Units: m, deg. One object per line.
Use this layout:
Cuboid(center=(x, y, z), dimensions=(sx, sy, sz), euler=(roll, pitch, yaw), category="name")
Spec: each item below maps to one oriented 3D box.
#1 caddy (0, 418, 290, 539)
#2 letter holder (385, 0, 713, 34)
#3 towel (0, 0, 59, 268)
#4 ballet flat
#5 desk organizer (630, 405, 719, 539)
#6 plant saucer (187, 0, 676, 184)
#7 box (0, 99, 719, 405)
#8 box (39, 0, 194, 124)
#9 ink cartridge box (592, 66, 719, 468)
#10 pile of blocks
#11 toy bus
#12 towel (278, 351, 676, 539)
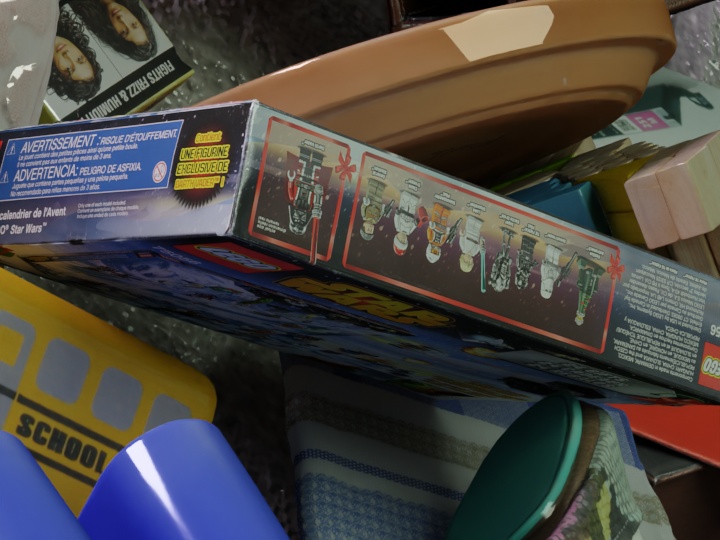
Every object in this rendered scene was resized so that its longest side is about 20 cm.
Cuboid(center=(-0.083, 0.129, 0.648), dimensions=(0.141, 0.200, 0.105), euler=(0, 48, -43), category="caddy")
Cuboid(center=(0.088, -0.170, 0.979), dimensions=(0.200, 0.100, 0.143), euler=(-24, 107, -61), category="letter holder")
Cuboid(center=(-0.184, -0.020, 0.707), dimensions=(0.199, 0.032, 0.192), euler=(16, 79, -40), category="towel")
Cuboid(center=(0.052, 0.100, 0.707), dimensions=(0.071, 0.069, 0.200), euler=(43, 21, -3), category="ballet flat")
Cuboid(center=(0.161, 0.070, 1.023), dimensions=(0.199, 0.077, 0.072), euler=(-13, 40, -34), category="desk organizer")
Cuboid(center=(0.011, -0.046, 0.854), dimensions=(0.200, 0.200, 0.032), euler=(-11, 82, -49), category="plant saucer")
Cuboid(center=(0.000, 0.000, 0.754), dimensions=(0.199, 0.137, 0.040), euler=(19, 77, -39), category="box")
Cuboid(center=(-0.146, -0.124, 0.862), dimensions=(0.200, 0.050, 0.075), euler=(54, 42, -2), category="box")
Cuboid(center=(0.116, -0.011, 0.991), dimensions=(0.199, 0.044, 0.174), euler=(22, 40, 1), category="ink cartridge box")
Cuboid(center=(0.077, -0.004, 0.867), dimensions=(0.082, 0.200, 0.062), euler=(-24, 97, -11), category="pile of blocks")
Cuboid(center=(-0.136, 0.027, 0.685), dimensions=(0.200, 0.065, 0.079), euler=(30, 71, -38), category="toy bus")
Cuboid(center=(0.043, 0.088, 0.820), dimensions=(0.146, 0.024, 0.200), euler=(18, 26, -17), category="towel")
